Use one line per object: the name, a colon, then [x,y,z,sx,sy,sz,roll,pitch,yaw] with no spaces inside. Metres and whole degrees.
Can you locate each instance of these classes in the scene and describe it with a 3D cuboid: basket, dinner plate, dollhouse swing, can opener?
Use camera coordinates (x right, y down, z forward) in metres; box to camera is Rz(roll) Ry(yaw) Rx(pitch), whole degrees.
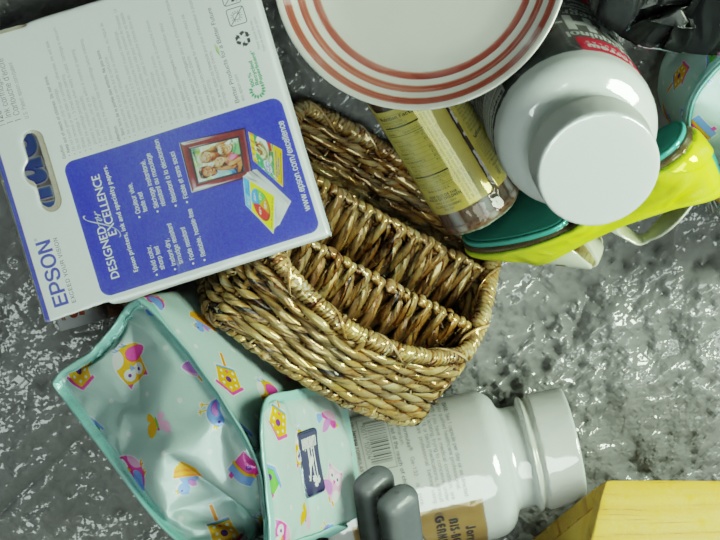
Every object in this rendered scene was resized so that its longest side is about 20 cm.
basket: [0.000,0.000,1.534,0.200,0.143,0.149,30,112,-23]
dinner plate: [0.040,-0.204,1.438,0.199,0.024,0.201,-1,83,12]
dollhouse swing: [0.204,0.272,1.646,0.181,0.177,0.200,2,155,-18]
can opener: [0.039,0.218,1.599,0.067,0.053,0.201,-32,136,-27]

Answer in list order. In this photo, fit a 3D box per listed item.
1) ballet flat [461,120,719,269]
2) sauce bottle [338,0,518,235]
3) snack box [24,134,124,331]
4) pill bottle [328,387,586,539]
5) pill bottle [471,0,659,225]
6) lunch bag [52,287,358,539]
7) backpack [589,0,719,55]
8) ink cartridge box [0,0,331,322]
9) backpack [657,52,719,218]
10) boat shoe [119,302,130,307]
ballet flat: [0.165,-0.037,1.512,0.200,0.067,0.067,-25,120,31]
sauce bottle: [0.039,-0.121,1.510,0.065,0.065,0.200,-28,108,8]
snack box: [-0.207,-0.052,1.540,0.072,0.024,0.201,-15,121,-2]
pill bottle: [0.066,0.154,1.649,0.199,0.114,0.115,-12,121,-2]
pill bottle: [0.137,-0.111,1.459,0.110,0.200,0.111,-4,120,-8]
lunch bag: [-0.092,0.113,1.525,0.122,0.170,0.200,-45,77,16]
backpack: [0.228,-0.243,1.437,0.166,0.127,0.201,22,112,7]
ink cartridge box: [-0.141,-0.087,1.445,0.199,0.047,0.198,-17,88,1]
backpack: [0.313,-0.102,1.524,0.176,0.153,0.200,-33,111,13]
boat shoe: [-0.145,-0.072,1.513,0.064,0.071,0.201,20,100,-10]
